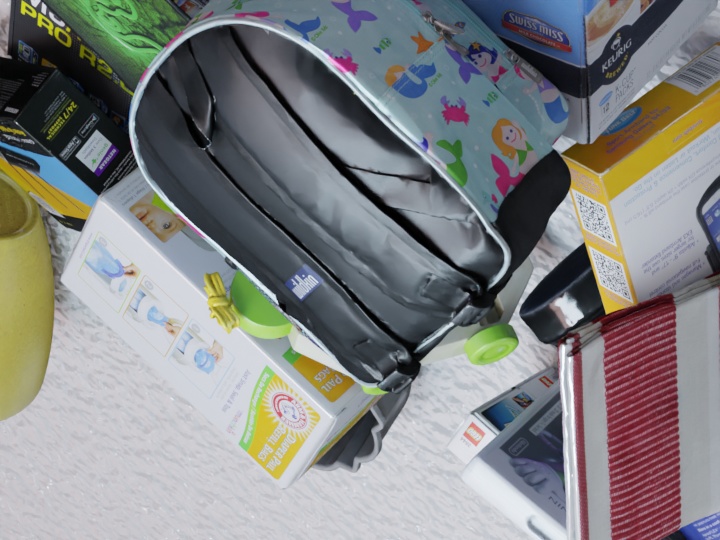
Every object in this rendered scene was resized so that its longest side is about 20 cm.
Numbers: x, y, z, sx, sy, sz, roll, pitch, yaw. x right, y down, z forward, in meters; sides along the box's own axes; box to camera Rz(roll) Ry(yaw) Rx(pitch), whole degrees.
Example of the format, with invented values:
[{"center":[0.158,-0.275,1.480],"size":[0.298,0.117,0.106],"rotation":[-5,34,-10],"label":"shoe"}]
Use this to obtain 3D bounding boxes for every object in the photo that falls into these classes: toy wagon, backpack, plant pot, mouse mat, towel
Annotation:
[{"center":[0.000,0.000,1.675],"size":[0.040,0.200,0.155],"rotation":[106,145,-61],"label":"toy wagon"},{"center":[-0.008,-0.064,1.387],"size":[0.200,0.151,0.178],"rotation":[38,140,-6],"label":"backpack"},{"center":[-0.310,-0.002,2.089],"size":[0.200,0.200,0.142],"rotation":[35,123,15],"label":"plant pot"},{"center":[-0.143,-0.150,1.704],"size":[0.200,0.008,0.161],"rotation":[45,160,-30],"label":"mouse mat"},{"center":[0.189,0.069,1.515],"size":[0.023,0.200,0.144],"rotation":[29,132,49],"label":"towel"}]

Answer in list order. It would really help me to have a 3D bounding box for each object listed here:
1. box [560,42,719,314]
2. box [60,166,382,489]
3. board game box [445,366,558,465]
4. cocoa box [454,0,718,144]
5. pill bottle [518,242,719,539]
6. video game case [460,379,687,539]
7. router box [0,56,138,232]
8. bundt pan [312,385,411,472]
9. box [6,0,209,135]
[{"center":[0.185,-0.011,1.518],"size":[0.041,0.119,0.200],"rotation":[32,149,46],"label":"box"},{"center":[-0.070,0.019,1.734],"size":[0.200,0.112,0.101],"rotation":[43,143,7],"label":"box"},{"center":[0.159,0.148,1.733],"size":[0.200,0.126,0.035],"rotation":[42,117,14],"label":"board game box"},{"center":[0.070,-0.183,1.435],"size":[0.200,0.133,0.131],"rotation":[27,145,27],"label":"cocoa box"},{"center":[0.189,0.071,1.627],"size":[0.200,0.112,0.112],"rotation":[48,149,-6],"label":"pill bottle"},{"center":[0.167,0.144,1.680],"size":[0.182,0.200,0.023],"rotation":[40,115,8],"label":"video game case"},{"center":[-0.202,-0.080,1.894],"size":[0.149,0.051,0.200],"rotation":[43,168,-25],"label":"router box"},{"center":[-0.044,0.038,1.898],"size":[0.202,0.076,0.202],"rotation":[30,147,22],"label":"bundt pan"},{"center":[-0.142,-0.143,1.825],"size":[0.200,0.044,0.160],"rotation":[37,150,12],"label":"box"}]
